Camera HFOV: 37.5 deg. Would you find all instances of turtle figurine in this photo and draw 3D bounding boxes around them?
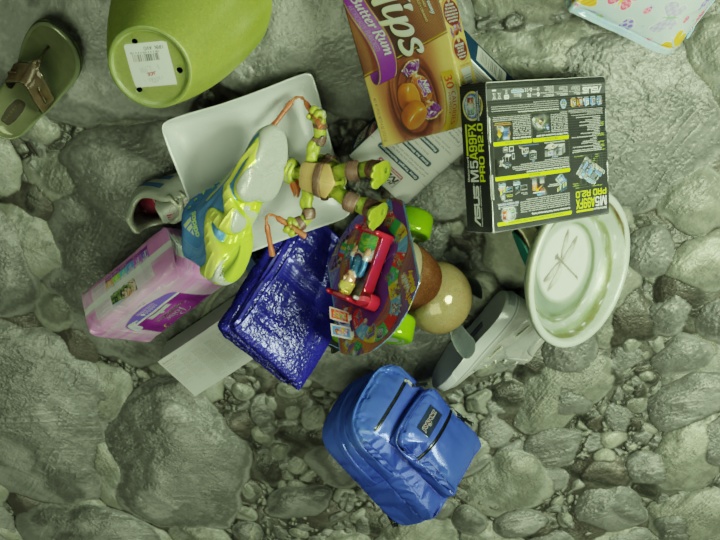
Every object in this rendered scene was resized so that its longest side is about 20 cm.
[{"bbox_3d":[-0.042,-0.101,1.296,0.159,0.064,0.204,18,102,28],"label":"turtle figurine"}]

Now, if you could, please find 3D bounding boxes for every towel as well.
[{"bbox_3d":[-0.081,0.035,1.394,0.147,0.202,0.049,38,160,-18],"label":"towel"}]

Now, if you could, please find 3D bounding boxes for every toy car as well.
[{"bbox_3d":[0.082,0.034,1.386,0.198,0.167,0.157,23,160,-34],"label":"toy car"}]

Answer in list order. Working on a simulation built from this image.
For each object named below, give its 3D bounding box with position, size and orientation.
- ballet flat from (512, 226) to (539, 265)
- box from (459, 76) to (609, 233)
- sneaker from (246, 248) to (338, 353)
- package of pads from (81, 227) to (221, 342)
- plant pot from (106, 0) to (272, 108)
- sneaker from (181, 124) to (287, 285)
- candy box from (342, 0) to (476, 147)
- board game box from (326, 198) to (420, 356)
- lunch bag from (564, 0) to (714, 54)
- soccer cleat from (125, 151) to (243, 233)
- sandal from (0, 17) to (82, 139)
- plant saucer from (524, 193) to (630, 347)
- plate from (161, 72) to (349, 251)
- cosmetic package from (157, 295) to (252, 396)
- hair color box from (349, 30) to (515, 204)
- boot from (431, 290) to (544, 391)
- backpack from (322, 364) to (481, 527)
[{"bbox_3d":[0.214,-0.063,1.351,0.069,0.070,0.201,-22,118,23],"label":"ballet flat"},{"bbox_3d":[0.200,-0.134,1.197,0.044,0.198,0.163,7,104,52],"label":"box"},{"bbox_3d":[-0.088,0.046,1.471,0.199,0.071,0.078,36,124,-14],"label":"sneaker"},{"bbox_3d":[-0.277,0.020,1.456,0.199,0.077,0.120,-35,152,29],"label":"package of pads"},{"bbox_3d":[-0.209,-0.271,1.185,0.183,0.201,0.190,5,126,7],"label":"plant pot"},{"bbox_3d":[-0.164,-0.090,1.279,0.104,0.075,0.203,23,90,30],"label":"sneaker"},{"bbox_3d":[0.057,-0.253,1.191,0.115,0.056,0.203,-10,103,29],"label":"candy box"},{"bbox_3d":[0.000,0.000,1.301,0.039,0.203,0.158,20,135,-34],"label":"board game box"},{"bbox_3d":[0.310,-0.331,1.101,0.197,0.128,0.170,13,130,-33],"label":"lunch bag"},{"bbox_3d":[-0.219,-0.099,1.379,0.197,0.087,0.070,-21,120,22],"label":"soccer cleat"},{"bbox_3d":[-0.415,-0.230,1.338,0.079,0.058,0.201,34,124,-15],"label":"sandal"},{"bbox_3d":[0.262,-0.007,1.335,0.050,0.199,0.202,20,141,47],"label":"plant saucer"},{"bbox_3d":[-0.129,-0.129,1.339,0.197,0.032,0.203,-20,117,-6],"label":"plate"},{"bbox_3d":[-0.196,0.099,1.539,0.199,0.051,0.083,-32,117,27],"label":"cosmetic package"},{"bbox_3d":[0.088,-0.182,1.284,0.100,0.061,0.199,40,122,-16],"label":"hair color box"},{"bbox_3d":[0.186,0.116,1.474,0.094,0.074,0.200,26,131,-16],"label":"boot"},{"bbox_3d":[0.061,0.233,1.516,0.200,0.163,0.167,44,139,-9],"label":"backpack"}]
